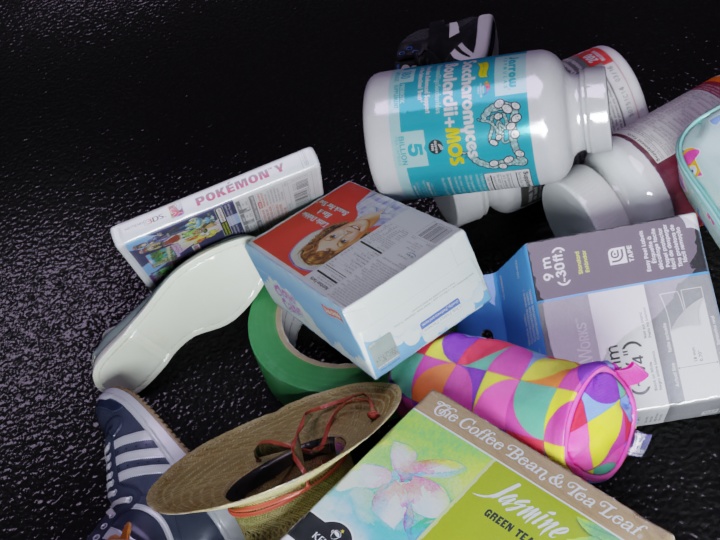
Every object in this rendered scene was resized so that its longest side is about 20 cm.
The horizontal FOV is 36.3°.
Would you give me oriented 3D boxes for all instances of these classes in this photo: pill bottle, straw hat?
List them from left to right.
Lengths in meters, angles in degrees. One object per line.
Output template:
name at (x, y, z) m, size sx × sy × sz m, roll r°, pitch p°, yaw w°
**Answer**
straw hat at (-0.046, 0.161, 0.794) m, size 0.199 × 0.086 × 0.201 m, roll -20°, pitch 10°, yaw 4°
pill bottle at (0.108, -0.123, 0.921) m, size 0.198 × 0.111 × 0.111 m, roll -6°, pitch 44°, yaw 14°
pill bottle at (0.161, -0.124, 1.039) m, size 0.198 × 0.115 × 0.114 m, roll -23°, pitch 43°, yaw -7°
pill bottle at (0.266, -0.083, 0.965) m, size 0.199 × 0.110 × 0.110 m, roll -29°, pitch 44°, yaw -12°

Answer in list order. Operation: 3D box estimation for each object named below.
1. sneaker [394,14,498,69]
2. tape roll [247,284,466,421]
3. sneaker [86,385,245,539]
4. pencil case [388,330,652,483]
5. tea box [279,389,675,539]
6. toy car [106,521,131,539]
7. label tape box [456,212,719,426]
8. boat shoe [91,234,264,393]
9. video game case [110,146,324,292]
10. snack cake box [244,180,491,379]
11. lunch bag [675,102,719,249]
sneaker at (0.086, -0.205, 1.188) m, size 0.111 × 0.074 × 0.201 m, roll -5°, pitch 36°, yaw 18°
tape roll at (0.002, 0.044, 0.967) m, size 0.198 × 0.048 × 0.202 m, roll -10°, pitch 43°, yaw 9°
sneaker at (-0.185, 0.177, 0.876) m, size 0.108 × 0.070 × 0.200 m, roll -36°, pitch 49°, yaw -22°
pencil case at (0.108, 0.091, 0.788) m, size 0.088 × 0.089 × 0.199 m, roll -44°, pitch 30°, yaw -26°
tea box at (0.065, 0.219, 0.700) m, size 0.199 × 0.134 × 0.197 m, roll 27°, pitch 57°, yaw 38°
toy car at (-0.166, 0.256, 0.717) m, size 0.183 × 0.178 × 0.200 m, roll 15°, pitch 15°, yaw -15°
label tape box at (0.173, 0.049, 0.851) m, size 0.198 × 0.063 × 0.146 m, roll -10°, pitch 71°, yaw 8°
boat shoe at (-0.165, 0.031, 0.994) m, size 0.200 × 0.073 × 0.062 m, roll -41°, pitch 28°, yaw 7°
video game case at (-0.118, -0.035, 0.993) m, size 0.181 × 0.200 × 0.023 m, roll -23°, pitch 76°, yaw -5°
snack cake box at (0.000, 0.000, 0.890) m, size 0.115 × 0.068 × 0.200 m, roll -34°, pitch 28°, yaw -14°
lunch bag at (0.356, -0.080, 0.835) m, size 0.199 × 0.077 × 0.161 m, roll -29°, pitch 61°, yaw 9°
